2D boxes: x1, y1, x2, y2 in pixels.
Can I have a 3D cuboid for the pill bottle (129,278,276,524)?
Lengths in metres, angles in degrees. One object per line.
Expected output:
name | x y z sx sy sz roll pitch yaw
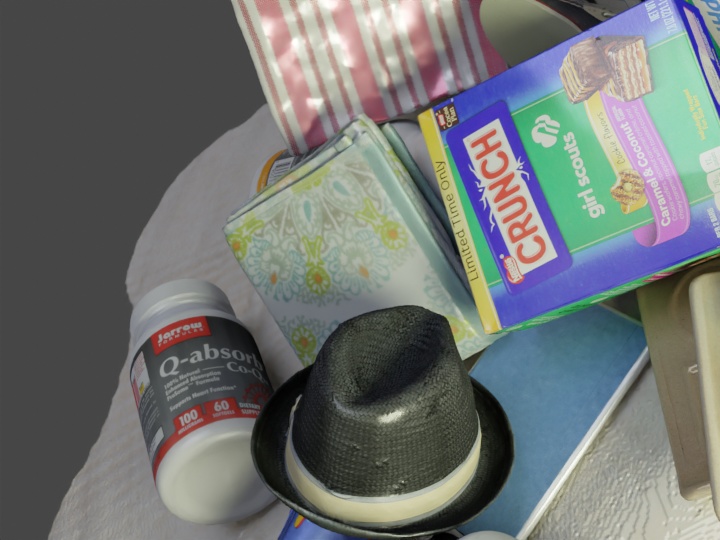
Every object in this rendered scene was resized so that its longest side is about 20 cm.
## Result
pill bottle | -0.134 0.106 1.034 0.116 0.116 0.200 -40 42 13

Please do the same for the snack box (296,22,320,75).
snack box | 0.010 -0.210 1.071 0.142 0.199 0.053 48 129 49

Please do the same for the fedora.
fedora | 0.020 0.087 0.822 0.201 0.200 0.092 -128 36 -48

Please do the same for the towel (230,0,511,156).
towel | 0.011 -0.186 0.951 0.199 0.147 0.030 -20 23 4

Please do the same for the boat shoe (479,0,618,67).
boat shoe | 0.184 -0.161 0.904 0.199 0.071 0.063 29 59 6

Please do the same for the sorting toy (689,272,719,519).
sorting toy | 0.288 0.044 0.685 0.199 0.036 0.186 -21 45 29

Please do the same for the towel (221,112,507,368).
towel | 0.000 0.000 0.950 0.171 0.201 0.048 -31 1 33

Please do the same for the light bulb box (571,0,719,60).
light bulb box | 0.273 -0.266 0.921 0.199 0.125 0.200 -54 42 -3

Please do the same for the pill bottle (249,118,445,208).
pill bottle | 0.012 -0.062 1.022 0.199 0.116 0.117 -10 56 37

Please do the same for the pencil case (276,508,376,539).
pencil case | -0.030 0.206 0.880 0.078 0.087 0.201 15 76 61

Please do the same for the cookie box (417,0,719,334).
cookie box | 0.158 -0.067 0.831 0.199 0.075 0.172 -24 76 29

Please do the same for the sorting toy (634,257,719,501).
sorting toy | 0.275 0.039 0.775 0.185 0.036 0.201 -26 43 26

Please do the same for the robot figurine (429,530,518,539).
robot figurine | 0.099 0.236 0.726 0.200 0.125 0.151 21 84 48

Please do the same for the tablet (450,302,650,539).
tablet | 0.118 0.104 0.883 0.200 0.014 0.130 -54 41 -4
